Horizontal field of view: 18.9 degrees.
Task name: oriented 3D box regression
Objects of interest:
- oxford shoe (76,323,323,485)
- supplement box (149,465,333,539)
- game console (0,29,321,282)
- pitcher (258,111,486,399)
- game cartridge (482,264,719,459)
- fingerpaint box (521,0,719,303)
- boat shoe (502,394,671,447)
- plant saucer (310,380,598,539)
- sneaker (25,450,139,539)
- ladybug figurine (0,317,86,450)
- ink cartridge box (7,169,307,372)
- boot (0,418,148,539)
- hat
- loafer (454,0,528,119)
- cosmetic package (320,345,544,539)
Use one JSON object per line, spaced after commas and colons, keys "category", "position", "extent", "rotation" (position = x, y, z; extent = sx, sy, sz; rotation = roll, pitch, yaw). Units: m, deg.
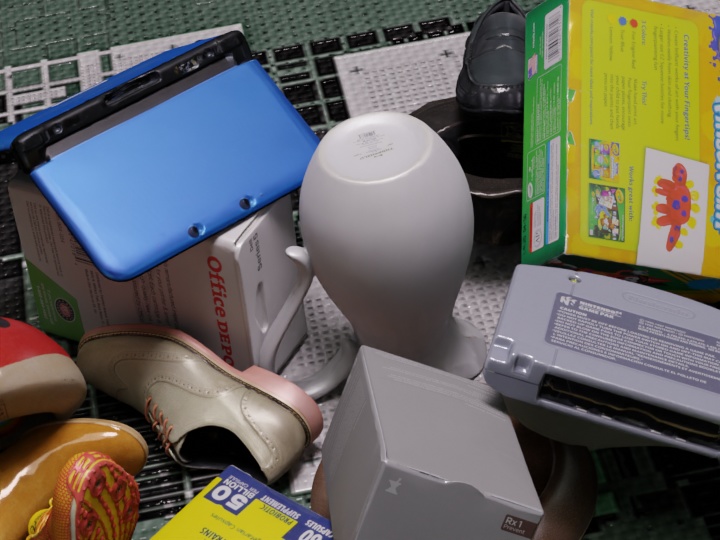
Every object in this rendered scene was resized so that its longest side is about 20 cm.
{"category": "oxford shoe", "position": [-0.128, 0.094, 1.530], "extent": [0.199, 0.071, 0.074], "rotation": [16, 48, 26]}
{"category": "supplement box", "position": [-0.098, 0.236, 1.327], "extent": [0.108, 0.110, 0.200], "rotation": [23, 50, 32]}
{"category": "game console", "position": [-0.154, -0.080, 1.551], "extent": [0.199, 0.119, 0.170], "rotation": [-29, 12, -28]}
{"category": "pitcher", "position": [0.000, 0.000, 1.519], "extent": [0.170, 0.201, 0.121], "rotation": [-20, 41, -12]}
{"category": "game cartridge", "position": [0.185, 0.058, 1.407], "extent": [0.198, 0.041, 0.133], "rotation": [17, 36, 5]}
{"category": "fingerpaint box", "position": [0.204, -0.089, 1.567], "extent": [0.165, 0.073, 0.202], "rotation": [8, 75, -23]}
{"category": "boat shoe", "position": [0.185, 0.070, 1.491], "extent": [0.198, 0.075, 0.093], "rotation": [11, 33, -11]}
{"category": "plant saucer", "position": [0.062, 0.140, 1.476], "extent": [0.198, 0.032, 0.201], "rotation": [-5, 40, 4]}
{"category": "sneaker", "position": [-0.180, 0.169, 1.351], "extent": [0.077, 0.201, 0.073], "rotation": [26, 60, 11]}
{"category": "ladybug figurine", "position": [-0.258, 0.079, 1.479], "extent": [0.135, 0.200, 0.073], "rotation": [-16, 80, -10]}
{"category": "ink cartridge box", "position": [-0.147, -0.008, 1.592], "extent": [0.199, 0.146, 0.084], "rotation": [16, 43, 25]}
{"category": "boot", "position": [-0.241, 0.178, 1.443], "extent": [0.199, 0.071, 0.144], "rotation": [-15, 32, 10]}
{"category": "hat", "position": [0.108, -0.069, 1.674], "extent": [0.199, 0.082, 0.201], "rotation": [4, 24, -2]}
{"category": "loafer", "position": [0.110, -0.168, 1.708], "extent": [0.067, 0.071, 0.201], "rotation": [3, 20, 4]}
{"category": "cosmetic package", "position": [0.040, 0.128, 1.331], "extent": [0.106, 0.091, 0.200], "rotation": [19, 18, -8]}
